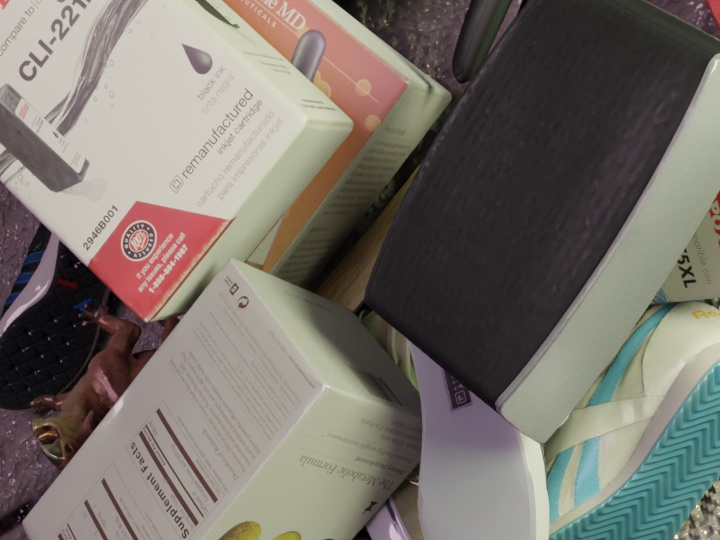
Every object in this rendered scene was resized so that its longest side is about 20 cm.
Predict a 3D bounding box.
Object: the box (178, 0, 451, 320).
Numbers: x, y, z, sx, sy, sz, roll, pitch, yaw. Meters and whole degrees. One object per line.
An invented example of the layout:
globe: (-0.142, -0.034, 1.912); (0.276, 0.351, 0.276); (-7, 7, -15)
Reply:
box: (-0.069, -0.079, 0.848); (0.152, 0.106, 0.200); (40, 103, 12)

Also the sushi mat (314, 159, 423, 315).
sushi mat: (0.000, 0.000, 0.845); (0.200, 0.012, 0.096); (-50, 17, 14)

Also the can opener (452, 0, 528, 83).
can opener: (0.104, -0.191, 0.753); (0.079, 0.063, 0.201); (-100, 23, -67)

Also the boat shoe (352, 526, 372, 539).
boat shoe: (-0.064, 0.167, 0.853); (0.200, 0.071, 0.063); (6, 40, 43)

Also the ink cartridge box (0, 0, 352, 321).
ink cartridge box: (-0.130, -0.093, 0.758); (0.200, 0.084, 0.144); (43, 104, 11)

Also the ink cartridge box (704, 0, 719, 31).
ink cartridge box: (0.231, -0.223, 0.723); (0.144, 0.084, 0.200); (-33, 59, 27)

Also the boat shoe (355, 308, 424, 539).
boat shoe: (0.034, 0.101, 0.788); (0.062, 0.072, 0.200); (-39, 55, 31)

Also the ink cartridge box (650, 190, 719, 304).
ink cartridge box: (0.157, -0.048, 0.691); (0.200, 0.067, 0.117); (-9, 105, 46)

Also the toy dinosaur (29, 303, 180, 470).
toy dinosaur: (-0.128, 0.085, 0.879); (0.136, 0.200, 0.086); (44, 140, 38)

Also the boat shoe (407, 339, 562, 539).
boat shoe: (0.067, 0.076, 0.703); (0.073, 0.068, 0.200); (-26, 67, 34)

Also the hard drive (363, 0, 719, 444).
hard drive: (0.087, -0.036, 0.637); (0.135, 0.042, 0.200); (39, 105, 35)

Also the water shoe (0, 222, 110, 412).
water shoe: (-0.225, 0.014, 1.027); (0.200, 0.071, 0.079); (-60, 24, 10)

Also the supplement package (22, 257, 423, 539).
supplement package: (-0.071, 0.114, 0.750); (0.200, 0.114, 0.110); (-51, 50, 13)

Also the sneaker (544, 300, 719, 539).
sneaker: (0.131, 0.101, 0.723); (0.200, 0.076, 0.081); (-51, 36, 14)
